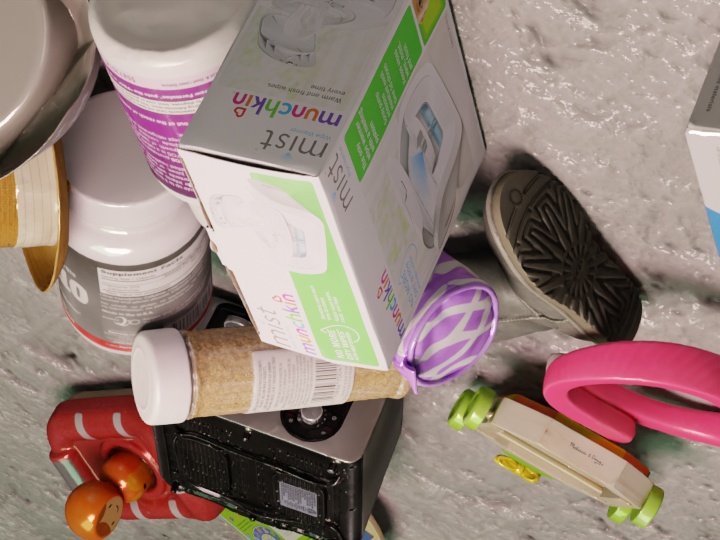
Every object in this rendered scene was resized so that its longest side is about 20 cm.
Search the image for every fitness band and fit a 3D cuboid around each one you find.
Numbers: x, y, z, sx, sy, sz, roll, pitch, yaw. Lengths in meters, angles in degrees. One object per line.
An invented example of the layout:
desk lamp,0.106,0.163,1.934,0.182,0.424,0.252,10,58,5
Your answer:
fitness band,0.211,0.087,1.496,0.143,0.037,0.200,-3,160,37

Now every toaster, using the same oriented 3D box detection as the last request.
toaster,-0.063,0.124,1.736,0.181,0.119,0.200,19,150,11

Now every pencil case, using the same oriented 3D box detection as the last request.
pencil case,0.000,0.000,1.441,0.200,0.085,0.084,33,144,40

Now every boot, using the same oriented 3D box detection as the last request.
boot,0.070,-0.001,1.494,0.200,0.073,0.182,5,145,43

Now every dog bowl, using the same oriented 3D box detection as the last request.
dog bowl,-0.251,-0.148,1.373,0.200,0.200,0.059,16,-171,16

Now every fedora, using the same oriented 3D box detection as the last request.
fedora,-0.255,-0.078,1.473,0.082,0.201,0.201,-11,159,-21

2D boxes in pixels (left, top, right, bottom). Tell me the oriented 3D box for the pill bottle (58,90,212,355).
pill bottle,-0.163,-0.033,1.555,0.114,0.114,0.200,20,151,9

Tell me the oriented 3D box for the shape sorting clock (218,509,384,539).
shape sorting clock,-0.064,0.211,1.962,0.200,0.039,0.200,26,146,19

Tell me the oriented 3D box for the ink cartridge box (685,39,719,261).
ink cartridge box,0.294,-0.052,1.207,0.200,0.084,0.145,9,148,26

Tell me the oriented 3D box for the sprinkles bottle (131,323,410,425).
sprinkles bottle,-0.063,0.069,1.596,0.200,0.068,0.068,-4,159,-21

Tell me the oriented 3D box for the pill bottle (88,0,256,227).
pill bottle,-0.091,-0.110,1.376,0.112,0.112,0.200,13,148,21

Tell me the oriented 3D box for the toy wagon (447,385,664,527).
toy wagon,0.141,0.136,1.649,0.155,0.040,0.200,31,173,-4

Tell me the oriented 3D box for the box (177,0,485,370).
box,-0.013,-0.071,1.314,0.097,0.177,0.200,12,148,21

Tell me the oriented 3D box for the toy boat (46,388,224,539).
toy boat,-0.205,0.182,1.909,0.200,0.131,0.131,-7,123,44
